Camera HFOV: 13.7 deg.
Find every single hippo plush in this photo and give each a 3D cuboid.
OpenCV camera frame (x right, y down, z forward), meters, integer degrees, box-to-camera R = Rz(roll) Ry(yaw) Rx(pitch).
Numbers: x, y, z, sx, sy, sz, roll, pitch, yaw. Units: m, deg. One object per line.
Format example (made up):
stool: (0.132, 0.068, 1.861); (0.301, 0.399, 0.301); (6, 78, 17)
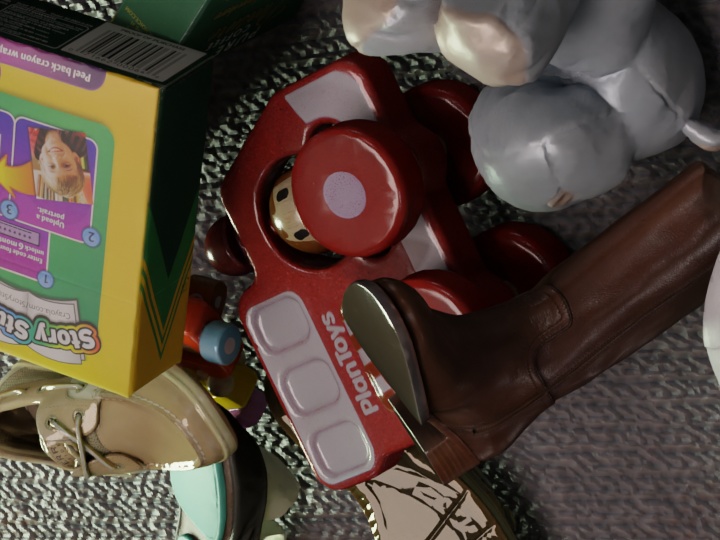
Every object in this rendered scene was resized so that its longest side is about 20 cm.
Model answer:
hippo plush: (0.091, -0.122, 1.396); (0.159, 0.200, 0.161); (38, 160, 43)

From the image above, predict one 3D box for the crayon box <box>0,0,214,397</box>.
crayon box: (-0.180, -0.049, 1.506); (0.200, 0.058, 0.173); (19, 120, 21)

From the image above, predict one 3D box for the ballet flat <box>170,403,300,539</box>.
ballet flat: (-0.074, 0.141, 1.694); (0.068, 0.068, 0.200); (46, 142, 36)

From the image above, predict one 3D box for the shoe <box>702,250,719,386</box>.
shoe: (0.218, 0.069, 1.404); (0.091, 0.071, 0.200); (28, 134, 46)

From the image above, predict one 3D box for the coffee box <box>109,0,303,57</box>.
coffee box: (-0.040, -0.183, 1.469); (0.044, 0.123, 0.200); (45, 134, 10)

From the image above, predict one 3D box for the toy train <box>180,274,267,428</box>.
toy train: (-0.124, 0.026, 1.654); (0.200, 0.056, 0.150); (11, 159, 36)

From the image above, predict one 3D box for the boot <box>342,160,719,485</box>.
boot: (0.096, 0.001, 1.366); (0.064, 0.200, 0.186); (55, 176, 24)

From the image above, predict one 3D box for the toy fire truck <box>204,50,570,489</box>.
toy fire truck: (0.000, 0.000, 1.518); (0.168, 0.112, 0.200); (-26, 93, 35)

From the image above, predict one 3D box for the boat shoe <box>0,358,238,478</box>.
boat shoe: (-0.141, 0.085, 1.615); (0.200, 0.065, 0.072); (7, 131, 51)

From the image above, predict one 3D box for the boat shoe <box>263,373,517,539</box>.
boat shoe: (0.030, 0.114, 1.610); (0.201, 0.063, 0.073); (47, 116, 2)
